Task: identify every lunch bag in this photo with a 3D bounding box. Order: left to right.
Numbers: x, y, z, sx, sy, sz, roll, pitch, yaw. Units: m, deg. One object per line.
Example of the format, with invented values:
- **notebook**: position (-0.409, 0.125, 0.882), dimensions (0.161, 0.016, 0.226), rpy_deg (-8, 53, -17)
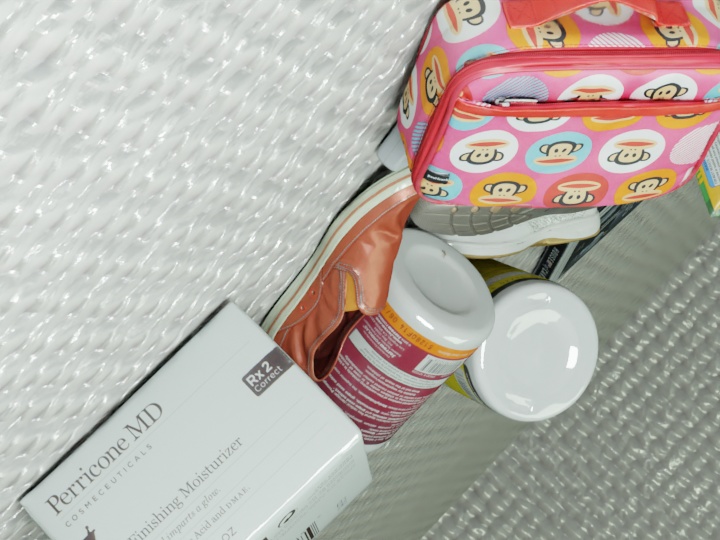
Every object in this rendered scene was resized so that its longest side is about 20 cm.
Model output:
- **lunch bag**: position (0.132, -0.115, 1.276), dimensions (0.199, 0.082, 0.176), rpy_deg (-3, 148, -16)

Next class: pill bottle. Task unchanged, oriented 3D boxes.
- **pill bottle**: position (0.004, 0.069, 1.569), dimensions (0.200, 0.110, 0.109), rpy_deg (-48, 169, 33)
- **pill bottle**: position (0.098, 0.046, 1.662), dimensions (0.111, 0.111, 0.200), rpy_deg (-43, -156, -10)

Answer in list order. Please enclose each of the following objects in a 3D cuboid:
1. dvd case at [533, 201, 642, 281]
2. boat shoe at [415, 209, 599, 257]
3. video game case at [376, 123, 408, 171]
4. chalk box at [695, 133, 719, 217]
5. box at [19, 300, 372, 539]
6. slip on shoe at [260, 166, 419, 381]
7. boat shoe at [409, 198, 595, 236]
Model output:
- **dvd case**: position (0.271, -0.068, 2.262), dimensions (0.200, 0.025, 0.150), rpy_deg (-41, 168, -21)
- **boat shoe**: position (0.114, -0.052, 1.652), dimensions (0.199, 0.071, 0.070), rpy_deg (-13, 107, -45)
- **video game case**: position (0.110, -0.156, 1.406), dimensions (0.183, 0.022, 0.200), rpy_deg (-53, 167, 30)
- **chalk box**: position (0.332, -0.120, 1.667), dimensions (0.123, 0.125, 0.200), rpy_deg (-21, 175, 16)
- **box**: position (-0.106, 0.152, 1.423), dimensions (0.199, 0.131, 0.200), rpy_deg (-44, 168, -8)
- **slip on shoe**: position (0.000, 0.000, 1.457), dimensions (0.200, 0.061, 0.074), rpy_deg (-54, 164, 29)
- **boat shoe**: position (0.118, -0.076, 1.569), dimensions (0.199, 0.072, 0.076), rpy_deg (-11, 165, -31)
